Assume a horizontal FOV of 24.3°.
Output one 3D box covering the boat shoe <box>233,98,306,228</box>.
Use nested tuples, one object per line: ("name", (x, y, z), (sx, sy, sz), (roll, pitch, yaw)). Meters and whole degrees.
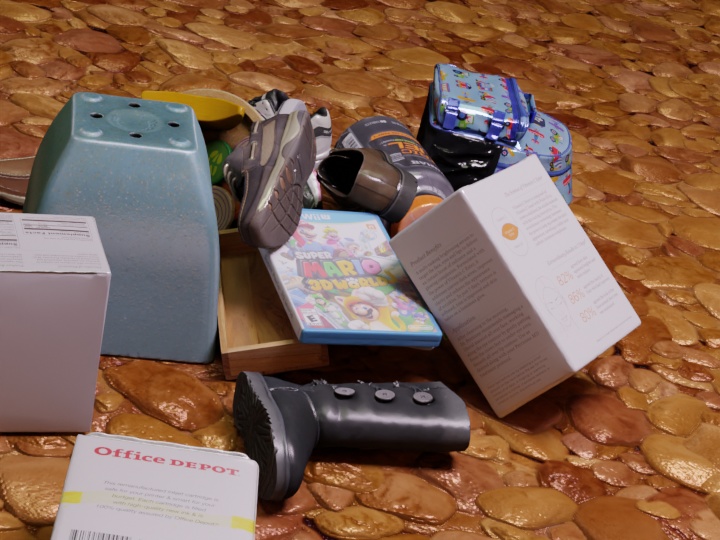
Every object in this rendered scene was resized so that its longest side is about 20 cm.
("boat shoe", (-0.112, -0.102, 1.806), (0.069, 0.071, 0.201), (7, 64, 19))

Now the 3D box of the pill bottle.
("pill bottle", (0.043, -0.086, 1.871), (0.106, 0.107, 0.200), (1, 29, -21))

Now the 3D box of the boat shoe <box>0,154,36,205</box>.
("boat shoe", (-0.306, -0.112, 1.813), (0.199, 0.074, 0.076), (1, 28, -22))

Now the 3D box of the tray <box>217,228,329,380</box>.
("tray", (-0.090, 0.025, 1.621), (0.098, 0.037, 0.200), (-8, 37, -3))

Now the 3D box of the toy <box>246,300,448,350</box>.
("toy", (0.000, 0.038, 1.661), (0.199, 0.047, 0.115), (10, 37, 22))

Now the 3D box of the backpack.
("backpack", (0.171, -0.153, 2.031), (0.199, 0.135, 0.183), (14, 27, -2))

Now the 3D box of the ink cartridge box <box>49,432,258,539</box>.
("ink cartridge box", (-0.152, 0.213, 1.216), (0.144, 0.084, 0.200), (10, 26, -5))

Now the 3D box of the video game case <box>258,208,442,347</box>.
("video game case", (-0.019, 0.004, 1.609), (0.142, 0.018, 0.200), (2, 35, -24))

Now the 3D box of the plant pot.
("plant pot", (-0.224, -0.054, 1.588), (0.194, 0.201, 0.197), (6, 27, -12))

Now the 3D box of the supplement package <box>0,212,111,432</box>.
("supplement package", (-0.322, 0.043, 1.403), (0.199, 0.157, 0.111), (2, 27, -19))

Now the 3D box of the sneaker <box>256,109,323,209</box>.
("sneaker", (-0.111, -0.099, 1.892), (0.086, 0.081, 0.200), (-26, 41, -18))

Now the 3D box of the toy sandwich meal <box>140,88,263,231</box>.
("toy sandwich meal", (-0.187, -0.108, 1.741), (0.204, 0.206, 0.070), (23, -6, 21))

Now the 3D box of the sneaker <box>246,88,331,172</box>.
("sneaker", (-0.123, -0.184, 2.019), (0.199, 0.088, 0.076), (16, 28, 12))

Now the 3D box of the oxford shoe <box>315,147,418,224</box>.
("oxford shoe", (-0.011, -0.106, 1.775), (0.084, 0.073, 0.200), (25, -2, -21))

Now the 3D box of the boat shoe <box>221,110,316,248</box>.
("boat shoe", (-0.095, -0.086, 1.639), (0.073, 0.075, 0.200), (-2, 33, 14))

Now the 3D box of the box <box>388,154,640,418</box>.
("box", (0.150, 0.012, 1.609), (0.152, 0.106, 0.201), (-26, 83, -52))

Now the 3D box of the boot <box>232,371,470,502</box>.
("boot", (0.001, 0.145, 1.451), (0.199, 0.066, 0.165), (8, 28, -18))
